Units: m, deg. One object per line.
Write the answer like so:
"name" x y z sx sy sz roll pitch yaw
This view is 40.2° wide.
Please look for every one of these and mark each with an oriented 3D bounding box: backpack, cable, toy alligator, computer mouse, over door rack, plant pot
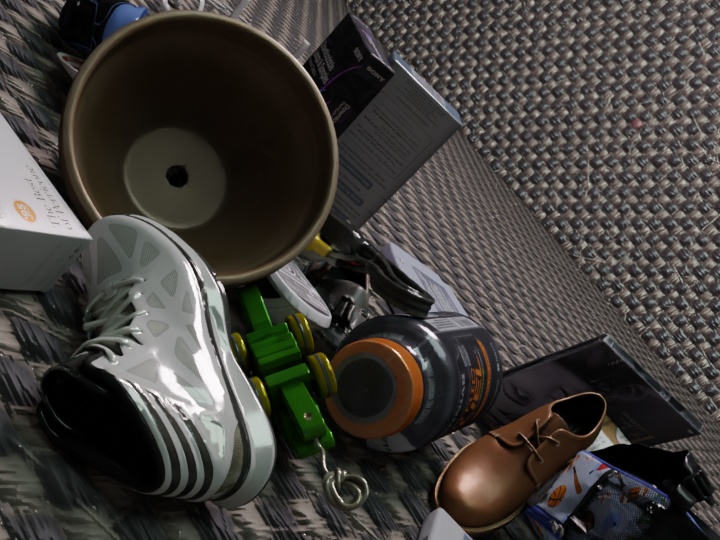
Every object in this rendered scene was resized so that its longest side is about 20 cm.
"backpack" 0.216 0.233 0.761 0.200 0.154 0.191 52 -2 -16
"cable" 0.000 0.000 0.830 0.097 0.050 0.200 27 12 -46
"toy alligator" -0.045 0.091 0.659 0.054 0.059 0.200 89 -23 -46
"computer mouse" -0.089 -0.008 0.816 0.110 0.044 0.200 38 11 -43
"over door rack" -0.190 -0.339 1.325 0.200 0.067 0.148 30 5 33
"plant pot" -0.124 -0.079 0.727 0.201 0.201 0.093 42 -25 -12

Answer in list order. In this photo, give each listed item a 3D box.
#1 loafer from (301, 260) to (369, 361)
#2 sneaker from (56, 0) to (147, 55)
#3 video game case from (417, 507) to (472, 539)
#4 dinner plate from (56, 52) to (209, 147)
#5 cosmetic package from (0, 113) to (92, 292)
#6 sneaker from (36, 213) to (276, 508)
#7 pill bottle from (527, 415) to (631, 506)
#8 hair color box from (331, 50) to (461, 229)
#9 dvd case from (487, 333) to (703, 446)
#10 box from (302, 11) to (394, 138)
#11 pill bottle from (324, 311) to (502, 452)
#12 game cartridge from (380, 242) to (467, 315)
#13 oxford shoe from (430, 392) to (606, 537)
"loafer" -0.022 0.021 0.873 0.072 0.063 0.200 42 15 -15
"sneaker" -0.237 -0.218 0.894 0.078 0.070 0.200 13 12 -15
"video game case" 0.105 0.268 0.650 0.200 0.023 0.182 46 15 0
"dinner plate" -0.178 -0.133 0.867 0.200 0.024 0.200 31 8 -5
"cosmetic package" -0.243 -0.078 0.564 0.200 0.051 0.082 50 16 16
"sneaker" -0.126 0.034 0.534 0.115 0.076 0.201 25 28 -57
"pill bottle" 0.234 0.226 0.925 0.200 0.114 0.114 52 16 23
"hair color box" 0.002 -0.122 1.046 0.099 0.200 0.061 41 16 -14
"dvd case" 0.222 0.141 1.009 0.149 0.200 0.016 41 51 -17
"box" -0.055 -0.154 0.977 0.036 0.200 0.143 37 17 -27
"pill bottle" 0.041 0.087 0.789 0.106 0.106 0.200 50 16 16
"game cartridge" 0.085 0.054 1.130 0.133 0.042 0.200 29 22 -37
"oxford shoe" 0.134 0.150 0.818 0.200 0.071 0.071 -26 65 -40
